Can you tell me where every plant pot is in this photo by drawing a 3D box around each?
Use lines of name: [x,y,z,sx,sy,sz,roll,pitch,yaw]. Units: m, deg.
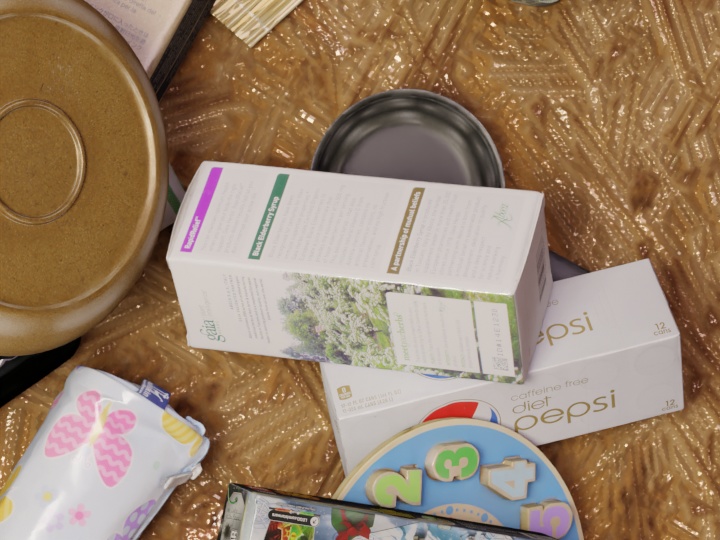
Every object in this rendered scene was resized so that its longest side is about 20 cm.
plant pot: [-0.176,-0.056,1.369,0.199,0.027,0.201,2,87,-39]

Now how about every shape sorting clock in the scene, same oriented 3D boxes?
shape sorting clock: [0.049,0.182,1.458,0.199,0.039,0.201,-4,98,-31]

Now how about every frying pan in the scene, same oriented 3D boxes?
frying pan: [0.064,-0.043,1.533,0.189,0.031,0.116,7,87,-5]

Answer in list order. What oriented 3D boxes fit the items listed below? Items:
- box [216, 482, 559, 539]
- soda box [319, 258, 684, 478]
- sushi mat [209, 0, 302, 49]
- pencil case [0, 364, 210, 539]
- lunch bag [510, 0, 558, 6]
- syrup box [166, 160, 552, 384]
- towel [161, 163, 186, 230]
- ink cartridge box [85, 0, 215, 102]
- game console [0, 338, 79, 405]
box: [0.010,0.195,1.393,0.199,0.040,0.138,13,90,-29]
soda box: [0.079,0.059,1.493,0.199,0.068,0.064,-14,47,-4]
sushi mat: [-0.027,-0.229,1.563,0.200,0.012,0.096,-42,88,-6]
pencil case: [-0.167,0.152,1.478,0.091,0.083,0.201,33,82,-15]
lunch bag: [0.063,-0.240,1.478,0.199,0.168,0.140,23,87,-6]
syrup box: [0.000,0.000,1.459,0.199,0.079,0.082,6,50,15]
towel: [-0.197,-0.020,1.471,0.200,0.153,0.023,-36,54,-7]
ink cartridge box: [-0.172,-0.207,1.517,0.199,0.075,0.165,29,85,7]
game console: [-0.269,0.044,1.434,0.200,0.176,0.117,-34,85,-5]
